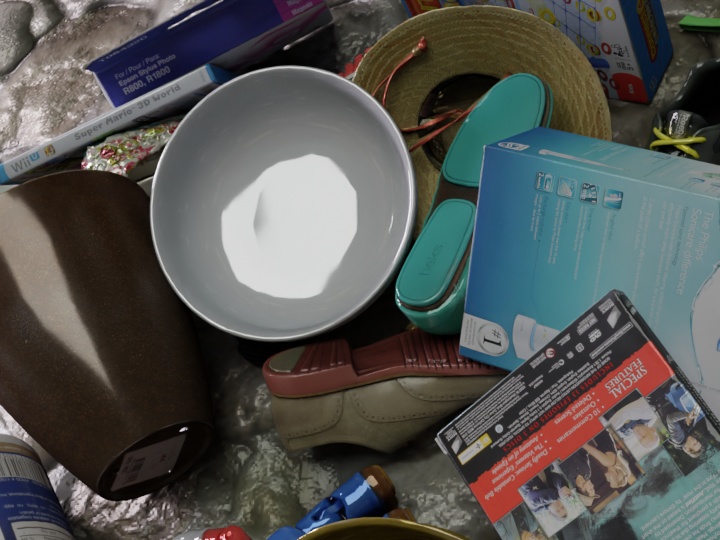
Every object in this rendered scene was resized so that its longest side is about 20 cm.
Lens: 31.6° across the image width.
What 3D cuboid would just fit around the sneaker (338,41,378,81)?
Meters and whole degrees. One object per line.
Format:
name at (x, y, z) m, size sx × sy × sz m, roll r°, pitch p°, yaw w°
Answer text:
sneaker at (-0.021, -0.113, 1.032) m, size 0.200 × 0.078 × 0.082 m, roll -32°, pitch 49°, yaw 0°

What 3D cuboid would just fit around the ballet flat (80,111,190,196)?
ballet flat at (-0.134, -0.099, 1.064) m, size 0.200 × 0.076 × 0.064 m, roll -25°, pitch 54°, yaw -18°

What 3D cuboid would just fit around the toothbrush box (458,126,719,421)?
toothbrush box at (0.174, 0.004, 0.795) m, size 0.200 × 0.146 × 0.085 m, roll 16°, pitch 23°, yaw 30°

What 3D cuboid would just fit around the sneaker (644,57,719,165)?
sneaker at (0.215, -0.065, 0.885) m, size 0.074 × 0.085 × 0.200 m, roll 16°, pitch 64°, yaw 33°

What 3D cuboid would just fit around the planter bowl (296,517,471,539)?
planter bowl at (0.042, 0.217, 0.731) m, size 0.200 × 0.200 × 0.083 m, roll 0°, pitch 16°, yaw 25°

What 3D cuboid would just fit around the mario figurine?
mario figurine at (-0.056, 0.211, 0.831) m, size 0.200 × 0.106 × 0.123 m, roll -26°, pitch 12°, yaw -8°

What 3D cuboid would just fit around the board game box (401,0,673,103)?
board game box at (0.120, -0.222, 0.968) m, size 0.196 × 0.200 × 0.056 m, roll 14°, pitch 65°, yaw 32°

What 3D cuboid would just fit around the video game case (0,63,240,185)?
video game case at (-0.201, -0.123, 1.095) m, size 0.200 × 0.143 × 0.018 m, roll -25°, pitch 92°, yaw 7°

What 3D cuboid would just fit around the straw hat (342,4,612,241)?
straw hat at (0.094, -0.107, 0.965) m, size 0.201 × 0.085 × 0.201 m, roll 3°, pitch 99°, yaw 16°

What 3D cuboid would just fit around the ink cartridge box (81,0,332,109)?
ink cartridge box at (-0.121, -0.193, 1.080) m, size 0.196 × 0.200 × 0.043 m, roll -27°, pitch 94°, yaw 5°

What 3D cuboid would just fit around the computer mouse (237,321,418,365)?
computer mouse at (0.000, 0.000, 0.961) m, size 0.140 × 0.046 × 0.200 m, roll 25°, pitch 69°, yaw 37°

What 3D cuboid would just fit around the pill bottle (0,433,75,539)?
pill bottle at (-0.244, 0.216, 0.873) m, size 0.111 × 0.111 × 0.200 m, roll -35°, pitch 49°, yaw -2°

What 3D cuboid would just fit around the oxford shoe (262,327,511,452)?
oxford shoe at (0.036, 0.084, 0.882) m, size 0.200 × 0.075 × 0.070 m, roll -5°, pitch 18°, yaw 5°

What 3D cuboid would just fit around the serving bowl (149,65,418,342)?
serving bowl at (-0.049, -0.044, 0.931) m, size 0.200 × 0.066 × 0.200 m, roll -3°, pitch 79°, yaw 16°

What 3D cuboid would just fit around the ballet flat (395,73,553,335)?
ballet flat at (0.084, -0.042, 0.890) m, size 0.067 × 0.070 × 0.200 m, roll 15°, pitch 69°, yaw 32°

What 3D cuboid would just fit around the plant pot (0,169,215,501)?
plant pot at (-0.194, 0.062, 0.936) m, size 0.187 × 0.187 × 0.200 m, roll -34°, pitch 63°, yaw -2°

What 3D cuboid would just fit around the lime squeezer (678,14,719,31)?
lime squeezer at (0.319, -0.158, 0.937) m, size 0.071 × 0.038 × 0.200 m, roll -33°, pitch 50°, yaw -1°

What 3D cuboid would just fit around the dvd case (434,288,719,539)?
dvd case at (0.147, 0.132, 0.717) m, size 0.146 × 0.022 × 0.200 m, roll -43°, pitch 61°, yaw 19°

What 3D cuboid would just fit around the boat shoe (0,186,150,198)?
boat shoe at (-0.240, -0.036, 1.088) m, size 0.201 × 0.061 × 0.072 m, roll 2°, pitch 19°, yaw 9°
